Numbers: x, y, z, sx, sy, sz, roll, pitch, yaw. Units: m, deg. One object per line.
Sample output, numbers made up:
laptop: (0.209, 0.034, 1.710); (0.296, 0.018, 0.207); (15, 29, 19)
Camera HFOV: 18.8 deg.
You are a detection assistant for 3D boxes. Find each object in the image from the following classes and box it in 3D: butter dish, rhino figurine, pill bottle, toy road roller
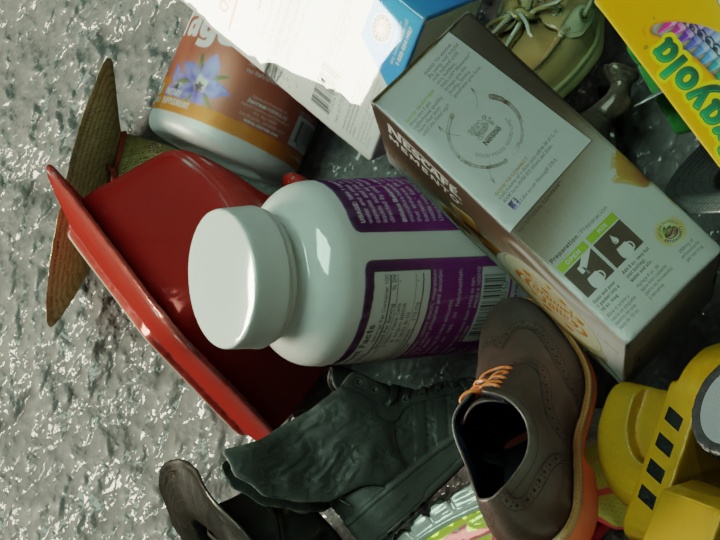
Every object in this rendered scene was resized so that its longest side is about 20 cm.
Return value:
butter dish: (-0.082, -0.004, 1.433); (0.148, 0.200, 0.200); (-41, 47, -3)
rhino figurine: (0.091, -0.084, 1.404); (0.199, 0.060, 0.088); (2, 71, 40)
pill bottle: (0.000, 0.000, 1.323); (0.112, 0.199, 0.113); (6, 98, 57)
pill bottle: (-0.062, -0.170, 1.522); (0.112, 0.112, 0.201); (18, 84, 41)
toy road roller: (0.194, 0.139, 1.201); (0.146, 0.122, 0.201); (11, 79, 55)

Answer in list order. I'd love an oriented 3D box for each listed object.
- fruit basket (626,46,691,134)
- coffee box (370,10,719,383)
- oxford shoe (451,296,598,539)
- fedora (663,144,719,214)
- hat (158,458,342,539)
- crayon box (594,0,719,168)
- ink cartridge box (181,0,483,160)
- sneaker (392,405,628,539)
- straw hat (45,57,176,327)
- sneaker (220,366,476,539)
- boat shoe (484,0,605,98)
fruit basket: (0.259, -0.153, 1.249); (0.199, 0.185, 0.094); (-21, 103, 21)
coffee box: (0.106, -0.039, 1.239); (0.080, 0.114, 0.200); (-44, 76, -7)
oxford shoe: (0.090, 0.075, 1.234); (0.071, 0.072, 0.201); (-34, 34, 21)
fedora: (0.277, -0.050, 1.202); (0.199, 0.177, 0.091); (-24, 103, 32)
hat: (-0.047, 0.194, 1.365); (0.081, 0.202, 0.201); (-27, 47, -20)
crayon box: (0.219, -0.105, 1.117); (0.119, 0.058, 0.201); (-39, 52, 11)
ink cartridge box: (-0.027, -0.179, 1.389); (0.200, 0.068, 0.117); (41, 132, 21)
sneaker: (0.088, 0.171, 1.295); (0.200, 0.078, 0.091); (-42, 63, 23)
straw hat: (-0.162, -0.049, 1.562); (0.084, 0.201, 0.203); (12, 77, -2)
sneaker: (0.019, 0.089, 1.320); (0.200, 0.060, 0.104); (-41, 85, -18)
boat shoe: (0.121, -0.177, 1.368); (0.073, 0.063, 0.201); (0, 47, 32)
